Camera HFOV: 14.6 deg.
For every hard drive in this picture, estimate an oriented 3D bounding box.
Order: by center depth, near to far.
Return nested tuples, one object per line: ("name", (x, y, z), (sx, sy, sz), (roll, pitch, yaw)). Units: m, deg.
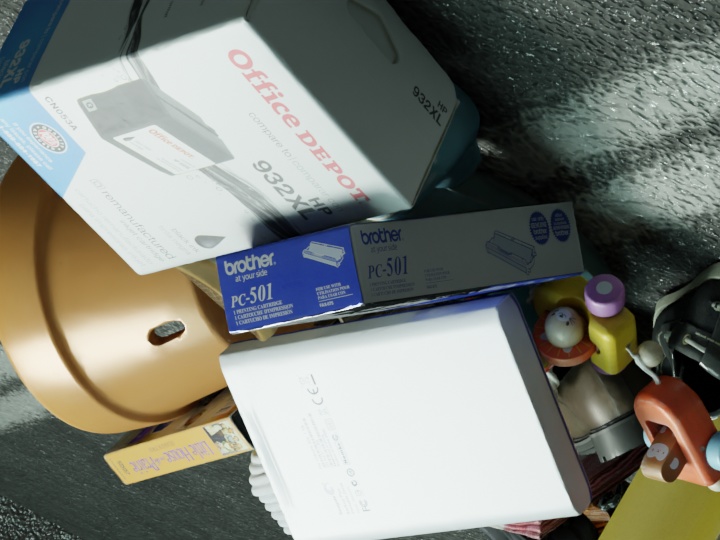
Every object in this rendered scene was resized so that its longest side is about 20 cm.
("hard drive", (0.024, 0.089, 1.617), (0.199, 0.025, 0.132), (-11, 109, 36))

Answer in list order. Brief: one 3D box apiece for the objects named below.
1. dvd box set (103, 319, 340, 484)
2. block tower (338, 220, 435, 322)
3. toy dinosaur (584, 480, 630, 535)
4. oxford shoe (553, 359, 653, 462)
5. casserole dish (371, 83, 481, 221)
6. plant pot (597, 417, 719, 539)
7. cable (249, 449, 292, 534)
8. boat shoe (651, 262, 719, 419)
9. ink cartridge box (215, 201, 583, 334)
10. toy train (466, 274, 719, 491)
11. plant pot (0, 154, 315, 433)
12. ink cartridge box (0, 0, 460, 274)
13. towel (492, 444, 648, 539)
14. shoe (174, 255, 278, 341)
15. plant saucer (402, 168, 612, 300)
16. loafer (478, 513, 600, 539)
("dvd box set", (-0.073, 0.076, 1.845), (0.029, 0.146, 0.200), (53, 150, -9))
("block tower", (0.000, 0.000, 1.671), (0.058, 0.054, 0.200), (54, 178, 26))
("toy dinosaur", (0.196, 0.203, 1.979), (0.102, 0.135, 0.201), (150, 98, -89))
("oxford shoe", (0.154, 0.070, 1.786), (0.085, 0.073, 0.200), (61, 175, 2))
("casserole dish", (-0.029, -0.089, 1.526), (0.200, 0.039, 0.121), (29, 146, -9))
("plant pot", (0.256, 0.189, 1.781), (0.200, 0.200, 0.176), (33, 175, -24))
("cable", (0.024, 0.100, 1.768), (0.069, 0.199, 0.200), (64, -174, -5))
("boat shoe", (0.198, 0.052, 1.634), (0.072, 0.068, 0.200), (24, 166, 2))
("ink cartridge box", (0.024, -0.003, 1.498), (0.094, 0.044, 0.200), (-12, 177, 38))
("toy train", (0.124, 0.065, 1.611), (0.200, 0.056, 0.151), (18, 142, 53))
("plant pot", (-0.117, -0.004, 1.767), (0.140, 0.201, 0.200), (-9, 145, 38))
("ink cartridge box", (-0.074, -0.087, 1.446), (0.200, 0.084, 0.145), (-13, 131, 40))
("towel", (0.097, 0.126, 1.938), (0.200, 0.144, 0.023), (9, 120, 46))
("shoe", (-0.070, -0.010, 1.576), (0.070, 0.053, 0.200), (39, -178, -14))
("plant saucer", (0.068, -0.022, 1.677), (0.200, 0.027, 0.200), (24, 165, 7))
("loafer", (0.117, 0.178, 1.929), (0.201, 0.068, 0.071), (-134, 22, -65))
